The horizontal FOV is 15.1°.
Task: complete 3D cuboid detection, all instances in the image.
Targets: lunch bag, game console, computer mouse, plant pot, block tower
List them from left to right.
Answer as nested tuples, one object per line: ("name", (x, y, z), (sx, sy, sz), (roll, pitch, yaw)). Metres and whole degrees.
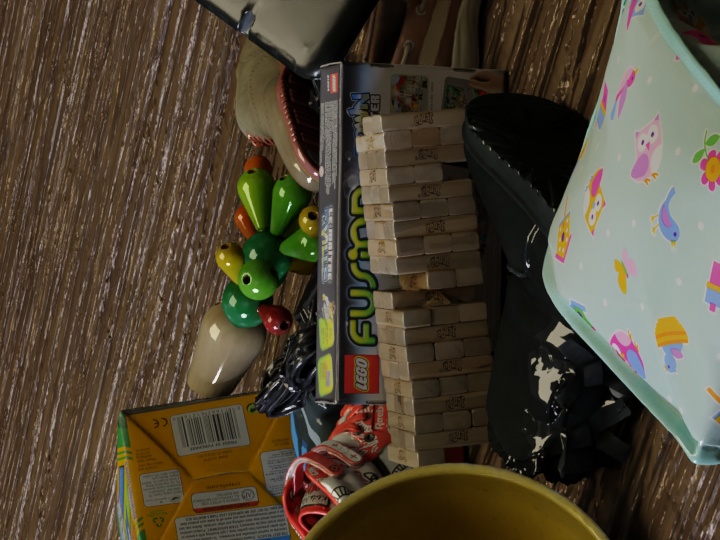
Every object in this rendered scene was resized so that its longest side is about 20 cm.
("game console", (-0.017, -0.236, 1.676), (0.176, 0.116, 0.201), (36, 102, 22))
("computer mouse", (0.000, 0.000, 1.695), (0.139, 0.052, 0.201), (127, 167, -69))
("block tower", (0.039, 0.009, 1.560), (0.054, 0.057, 0.202), (-177, 82, -73))
("plant pot", (0.054, 0.222, 1.471), (0.142, 0.199, 0.201), (78, -177, -67))
("lunch bag", (0.167, -0.035, 1.262), (0.200, 0.121, 0.171), (54, 138, 48))

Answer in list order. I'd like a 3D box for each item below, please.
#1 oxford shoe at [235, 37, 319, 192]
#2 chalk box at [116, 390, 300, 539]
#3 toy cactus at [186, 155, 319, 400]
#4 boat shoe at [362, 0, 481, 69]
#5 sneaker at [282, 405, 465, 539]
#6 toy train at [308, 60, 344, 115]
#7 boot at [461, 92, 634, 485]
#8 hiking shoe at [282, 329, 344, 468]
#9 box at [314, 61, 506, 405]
("oxford shoe", (-0.044, -0.103, 1.825), (0.075, 0.070, 0.200), (-53, 26, 25))
("chalk box", (-0.100, 0.189, 1.868), (0.200, 0.124, 0.125), (97, 163, -57))
("toy cactus", (-0.063, 0.012, 1.827), (0.200, 0.102, 0.166), (-104, 38, -70))
("boat shoe", (0.035, -0.183, 1.653), (0.076, 0.071, 0.202), (-173, 85, -67))
("sneaker", (0.004, 0.102, 1.658), (0.067, 0.107, 0.203), (-46, 47, 49))
("toy train", (-0.040, -0.166, 1.766), (0.046, 0.034, 0.201), (83, 164, -62))
("boot", (0.099, 0.010, 1.498), (0.198, 0.073, 0.163), (-122, 34, -56))
("hiking shoe", (-0.001, 0.133, 1.749), (0.087, 0.074, 0.201), (88, 172, -55))
("box", (0.030, -0.021, 1.607), (0.035, 0.109, 0.202), (178, 93, -67))
